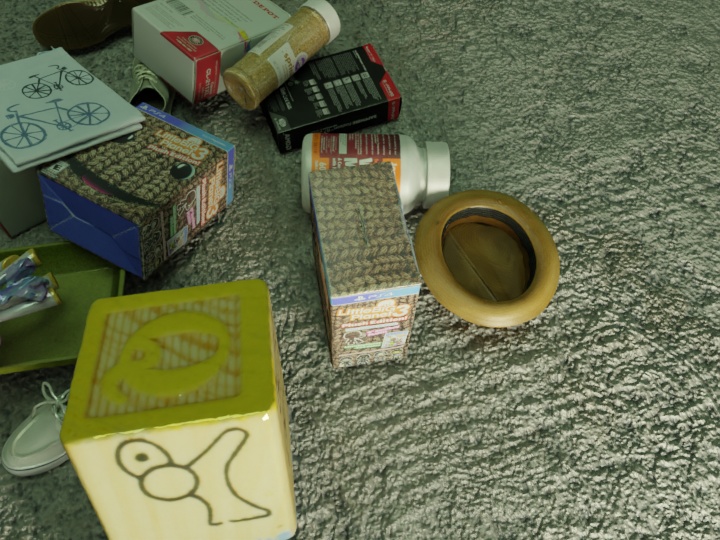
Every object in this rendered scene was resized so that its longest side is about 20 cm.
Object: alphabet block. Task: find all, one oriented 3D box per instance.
[{"bbox_3d":[-0.173,0.153,0.735,0.193,0.202,0.197,-8,38,-7],"label":"alphabet block"}]

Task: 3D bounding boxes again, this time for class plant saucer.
[{"bbox_3d":[-0.388,0.050,0.883,0.197,0.048,0.201,-8,47,-4],"label":"plant saucer"}]

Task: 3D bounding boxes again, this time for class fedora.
[{"bbox_3d":[0.160,-0.007,0.930,0.198,0.082,0.203,1,62,-1],"label":"fedora"}]

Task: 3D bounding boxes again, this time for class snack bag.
[{"bbox_3d":[-0.414,-0.213,0.914,0.200,0.022,0.188,39,48,20],"label":"snack bag"}]

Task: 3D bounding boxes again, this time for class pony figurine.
[{"bbox_3d":[-0.432,0.054,0.767,0.199,0.193,0.168,-29,110,-18],"label":"pony figurine"}]

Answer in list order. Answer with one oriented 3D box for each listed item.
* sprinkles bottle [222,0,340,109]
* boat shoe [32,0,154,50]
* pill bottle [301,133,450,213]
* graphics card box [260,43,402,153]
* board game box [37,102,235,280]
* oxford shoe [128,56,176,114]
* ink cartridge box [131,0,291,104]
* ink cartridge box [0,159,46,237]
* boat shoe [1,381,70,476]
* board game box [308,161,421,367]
[{"bbox_3d":[-0.114,-0.322,1.047,0.068,0.068,0.200,34,64,16],"label":"sprinkles bottle"},{"bbox_3d":[-0.429,-0.413,1.150,0.198,0.073,0.065,-25,29,-9],"label":"boat shoe"},{"bbox_3d":[0.020,-0.133,0.979,0.198,0.110,0.111,0,61,-1],"label":"pill bottle"},{"bbox_3d":[-0.051,-0.265,1.082,0.198,0.051,0.126,-19,63,-12],"label":"graphics card box"},{"bbox_3d":[-0.286,-0.110,0.934,0.158,0.097,0.200,25,46,12],"label":"board game box"},{"bbox_3d":[-0.319,-0.286,1.083,0.074,0.058,0.202,-4,60,-1],"label":"oxford shoe"},{"bbox_3d":[-0.222,-0.356,1.083,0.145,0.083,0.199,40,51,18],"label":"ink cartridge box"},{"bbox_3d":[-0.508,-0.168,0.965,0.083,0.146,0.200,-32,66,-17],"label":"ink cartridge box"},{"bbox_3d":[-0.330,0.158,0.824,0.201,0.086,0.075,-32,66,-18],"label":"boat shoe"},{"bbox_3d":[0.000,0.000,0.846,0.096,0.201,0.161,-8,61,-6],"label":"board game box"}]
